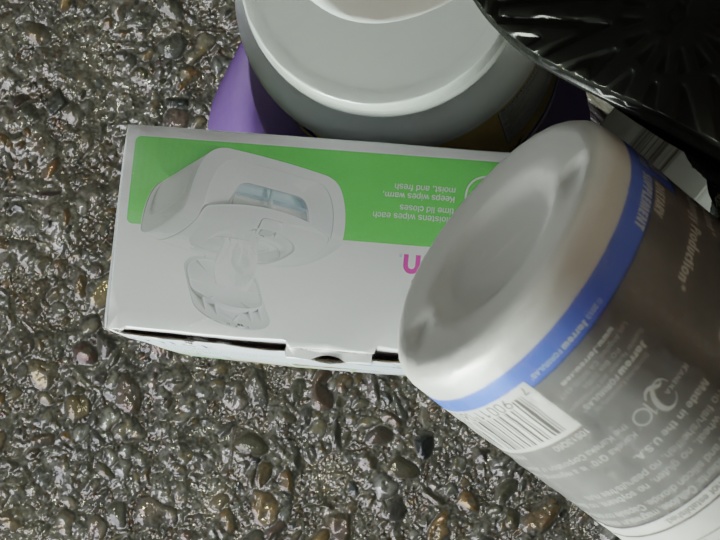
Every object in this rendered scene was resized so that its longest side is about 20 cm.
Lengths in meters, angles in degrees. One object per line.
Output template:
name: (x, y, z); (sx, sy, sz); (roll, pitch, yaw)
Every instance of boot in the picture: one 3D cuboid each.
boot: (0.131, -0.064, 0.750); (0.211, 0.080, 0.158); (41, 180, 23)

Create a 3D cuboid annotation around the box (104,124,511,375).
box: (0.000, 0.000, 0.935); (0.198, 0.098, 0.176); (5, 174, 8)

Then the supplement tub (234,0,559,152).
supplement tub: (0.021, -0.120, 0.949); (0.145, 0.146, 0.200); (41, -179, 10)

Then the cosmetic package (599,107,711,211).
cosmetic package: (0.200, -0.001, 0.954); (0.200, 0.085, 0.108); (40, -178, -30)

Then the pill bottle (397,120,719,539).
pill bottle: (0.121, 0.047, 0.737); (0.199, 0.114, 0.114); (37, -178, -19)

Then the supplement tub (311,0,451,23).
supplement tub: (-0.036, -0.176, 0.592); (0.200, 0.132, 0.132); (41, 180, 32)

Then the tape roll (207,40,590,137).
tape roll: (0.021, -0.078, 1.118); (0.200, 0.200, 0.085); (41, 147, 3)
